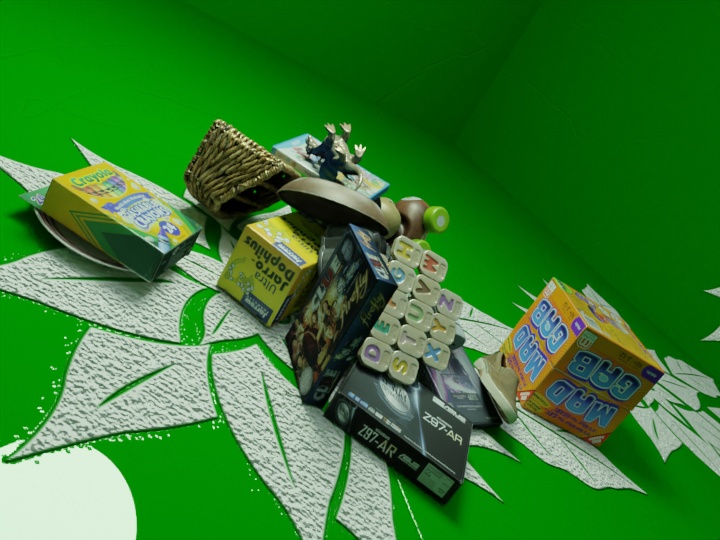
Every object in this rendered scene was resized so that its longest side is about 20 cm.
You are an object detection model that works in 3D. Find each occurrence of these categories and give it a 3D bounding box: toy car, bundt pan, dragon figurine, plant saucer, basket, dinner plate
[{"bbox_3d":[0.054,-0.118,1.294,0.199,0.160,0.163,41,-17,-33],"label":"toy car"},{"bbox_3d":[0.007,0.018,0.985,0.201,0.074,0.208,-9,90,-70],"label":"bundt pan"},{"bbox_3d":[-0.036,-0.181,1.069,0.058,0.101,0.202,-11,54,-28],"label":"dragon figurine"},{"bbox_3d":[-0.041,-0.108,1.025,0.196,0.038,0.200,18,-7,2],"label":"plant saucer"},{"bbox_3d":[-0.199,-0.146,1.086,0.147,0.145,0.200,32,2,5],"label":"basket"},{"bbox_3d":[-0.347,-0.056,0.858,0.197,0.025,0.201,29,22,-13],"label":"dinner plate"}]

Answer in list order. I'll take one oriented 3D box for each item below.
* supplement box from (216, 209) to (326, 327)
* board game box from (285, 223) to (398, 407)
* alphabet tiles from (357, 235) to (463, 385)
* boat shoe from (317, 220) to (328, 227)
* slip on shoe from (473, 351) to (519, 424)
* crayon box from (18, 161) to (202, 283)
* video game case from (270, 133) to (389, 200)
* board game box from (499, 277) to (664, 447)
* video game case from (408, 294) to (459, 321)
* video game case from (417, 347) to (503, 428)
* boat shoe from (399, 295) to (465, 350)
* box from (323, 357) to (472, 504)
[{"bbox_3d":[-0.115,-0.011,0.984,0.108,0.111,0.200,36,21,9],"label":"supplement box"},{"bbox_3d":[-0.032,0.059,0.830,0.034,0.202,0.136,19,24,-28],"label":"board game box"},{"bbox_3d":[0.065,0.057,0.915,0.193,0.204,0.015,27,-21,-20],"label":"alphabet tiles"},{"bbox_3d":[-0.078,-0.052,1.195,0.072,0.065,0.203,38,36,-25],"label":"boat shoe"},{"bbox_3d":[0.248,0.197,1.087,0.077,0.060,0.200,60,6,-7],"label":"slip on shoe"},{"bbox_3d":[-0.326,-0.077,0.833,0.197,0.052,0.126,33,21,-3],"label":"crayon box"},{"bbox_3d":[-0.052,-0.188,1.159,0.197,0.018,0.143,33,30,9],"label":"video game case"},{"bbox_3d":[0.433,0.181,1.257,0.197,0.202,0.201,28,21,-14],"label":"board game box"},{"bbox_3d":[0.112,0.080,1.163,0.198,0.023,0.184,34,33,-20],"label":"video game case"},{"bbox_3d":[0.152,0.174,1.057,0.141,0.019,0.203,13,43,-44],"label":"video game case"},{"bbox_3d":[0.105,0.075,1.023,0.199,0.073,0.068,37,30,-50],"label":"boat shoe"},{"bbox_3d":[0.059,0.206,0.869,0.198,0.044,0.160,36,21,4],"label":"box"}]
